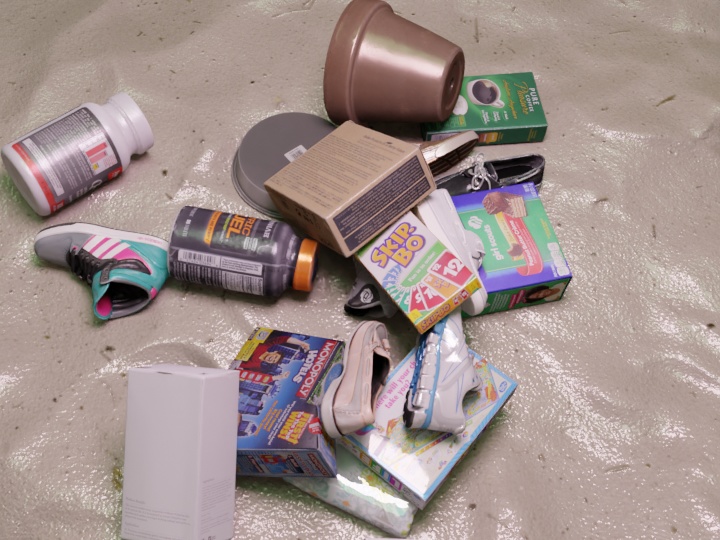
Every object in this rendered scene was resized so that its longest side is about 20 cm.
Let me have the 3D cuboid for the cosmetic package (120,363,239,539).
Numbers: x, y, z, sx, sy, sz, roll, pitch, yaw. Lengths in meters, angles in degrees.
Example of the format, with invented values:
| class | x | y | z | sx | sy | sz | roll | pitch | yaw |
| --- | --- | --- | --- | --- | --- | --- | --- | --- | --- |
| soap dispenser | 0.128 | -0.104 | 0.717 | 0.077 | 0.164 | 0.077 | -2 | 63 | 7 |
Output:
| class | x | y | z | sx | sy | sz | roll | pitch | yaw |
| --- | --- | --- | --- | --- | --- | --- | --- | --- | --- |
| cosmetic package | -0.207 | 0.212 | 1.062 | 0.112 | 0.081 | 0.201 | 5 | 89 | 26 |

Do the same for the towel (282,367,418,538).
| class | x | y | z | sx | sy | sz | roll | pitch | yaw |
| --- | --- | --- | --- | --- | --- | --- | --- | --- | --- |
| towel | 0.019 | 0.213 | 1.165 | 0.170 | 0.048 | 0.201 | 22 | 58 | 12 |

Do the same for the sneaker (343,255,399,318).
| class | x | y | z | sx | sy | sz | roll | pitch | yaw |
| --- | --- | --- | --- | --- | --- | --- | --- | --- | --- |
| sneaker | 0.000 | 0.000 | 1.294 | 0.116 | 0.075 | 0.200 | -55 | 41 | 6 |

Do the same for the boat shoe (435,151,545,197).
| class | x | y | z | sx | sy | sz | roll | pitch | yaw |
| --- | --- | --- | --- | --- | --- | --- | --- | --- | --- |
| boat shoe | 0.186 | -0.135 | 1.390 | 0.198 | 0.068 | 0.074 | -8 | 57 | -8 |

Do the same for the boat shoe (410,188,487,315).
| class | x | y | z | sx | sy | sz | roll | pitch | yaw |
| --- | --- | --- | --- | --- | --- | --- | --- | --- | --- |
| boat shoe | 0.130 | -0.030 | 1.234 | 0.068 | 0.072 | 0.201 | -19 | 52 | -12 |

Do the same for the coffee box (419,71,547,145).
| class | x | y | z | sx | sy | sz | roll | pitch | yaw |
| --- | --- | --- | --- | --- | --- | --- | --- | --- | --- |
| coffee box | 0.193 | -0.259 | 1.487 | 0.199 | 0.044 | 0.124 | -6 | 57 | -6 |

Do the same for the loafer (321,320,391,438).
| class | x | y | z | sx | sy | sz | roll | pitch | yaw |
| --- | --- | --- | --- | --- | --- | --- | --- | --- | --- |
| loafer | 0.011 | 0.128 | 1.109 | 0.063 | 0.072 | 0.200 | -11 | 27 | 23 |

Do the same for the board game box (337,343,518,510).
| class | x | y | z | sx | sy | sz | roll | pitch | yaw |
| --- | --- | --- | --- | --- | --- | --- | --- | --- | --- |
| board game box | 0.085 | 0.177 | 1.147 | 0.134 | 0.034 | 0.200 | 36 | 62 | 17 |

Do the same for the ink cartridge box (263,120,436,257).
| class | x | y | z | sx | sy | sz | roll | pitch | yaw |
| --- | --- | --- | --- | --- | --- | --- | --- | --- | --- |
| ink cartridge box | -0.018 | -0.117 | 1.269 | 0.164 | 0.075 | 0.200 | -37 | 32 | -14 |

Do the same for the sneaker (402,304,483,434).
| class | x | y | z | sx | sy | sz | roll | pitch | yaw |
| --- | --- | --- | --- | --- | --- | --- | --- | --- | --- |
| sneaker | 0.112 | 0.114 | 1.138 | 0.086 | 0.075 | 0.201 | 19 | 59 | -8 |

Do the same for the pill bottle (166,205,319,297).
| class | x | y | z | sx | sy | sz | roll | pitch | yaw |
| --- | --- | --- | --- | --- | --- | --- | --- | --- | --- |
| pill bottle | -0.159 | -0.023 | 1.278 | 0.199 | 0.106 | 0.107 | 10 | 56 | 3 |

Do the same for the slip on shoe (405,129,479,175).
| class | x | y | z | sx | sy | sz | roll | pitch | yaw |
| --- | --- | --- | --- | --- | --- | --- | --- | --- | --- |
| slip on shoe | 0.089 | -0.174 | 1.410 | 0.199 | 0.076 | 0.061 | -30 | 74 | -12 |

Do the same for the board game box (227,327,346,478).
| class | x | y | z | sx | sy | sz | roll | pitch | yaw |
| --- | --- | --- | --- | --- | --- | --- | --- | --- | --- |
| board game box | -0.093 | 0.174 | 1.129 | 0.199 | 0.062 | 0.200 | 7 | 51 | 35 |

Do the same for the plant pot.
| class | x | y | z | sx | sy | sz | roll | pitch | yaw |
| --- | --- | --- | --- | --- | --- | --- | --- | --- | --- |
| plant pot | 0.060 | -0.299 | 1.403 | 0.174 | 0.201 | 0.201 | 18 | 57 | 18 |

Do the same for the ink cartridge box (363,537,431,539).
| class | x | y | z | sx | sy | sz | roll | pitch | yaw |
| --- | --- | --- | --- | --- | --- | --- | --- | --- | --- |
| ink cartridge box | 0.095 | 0.386 | 1.032 | 0.199 | 0.085 | 0.146 | 4 | 56 | -2 |

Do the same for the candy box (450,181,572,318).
| class | x | y | z | sx | sy | sz | roll | pitch | yaw |
| --- | --- | --- | --- | --- | --- | --- | --- | --- | --- |
| candy box | 0.175 | -0.027 | 1.313 | 0.199 | 0.077 | 0.170 | -12 | 60 | -8 |

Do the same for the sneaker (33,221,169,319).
| class | x | y | z | sx | sy | sz | roll | pitch | yaw |
| --- | --- | --- | --- | --- | --- | --- | --- | --- | --- |
| sneaker | -0.364 | 0.007 | 1.268 | 0.199 | 0.084 | 0.121 | 6 | 47 | 0 |

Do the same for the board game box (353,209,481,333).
| class | x | y | z | sx | sy | sz | roll | pitch | yaw |
| --- | --- | --- | --- | --- | --- | --- | --- | --- | --- |
| board game box | 0.063 | -0.009 | 1.179 | 0.095 | 0.030 | 0.200 | -38 | 40 | -3 |

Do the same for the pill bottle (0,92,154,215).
| class | x | y | z | sx | sy | sz | roll | pitch | yaw |
| --- | --- | --- | --- | --- | --- | --- | --- | --- | --- |
| pill bottle | -0.415 | -0.177 | 1.363 | 0.200 | 0.116 | 0.116 | -35 | 64 | -22 |

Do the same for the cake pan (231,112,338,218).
| class | x | y | z | sx | sy | sz | roll | pitch | yaw |
| --- | --- | --- | --- | --- | --- | --- | --- | --- | --- |
| cake pan | -0.101 | -0.169 | 1.419 | 0.199 | 0.037 | 0.201 | 1 | 56 | -2 |
